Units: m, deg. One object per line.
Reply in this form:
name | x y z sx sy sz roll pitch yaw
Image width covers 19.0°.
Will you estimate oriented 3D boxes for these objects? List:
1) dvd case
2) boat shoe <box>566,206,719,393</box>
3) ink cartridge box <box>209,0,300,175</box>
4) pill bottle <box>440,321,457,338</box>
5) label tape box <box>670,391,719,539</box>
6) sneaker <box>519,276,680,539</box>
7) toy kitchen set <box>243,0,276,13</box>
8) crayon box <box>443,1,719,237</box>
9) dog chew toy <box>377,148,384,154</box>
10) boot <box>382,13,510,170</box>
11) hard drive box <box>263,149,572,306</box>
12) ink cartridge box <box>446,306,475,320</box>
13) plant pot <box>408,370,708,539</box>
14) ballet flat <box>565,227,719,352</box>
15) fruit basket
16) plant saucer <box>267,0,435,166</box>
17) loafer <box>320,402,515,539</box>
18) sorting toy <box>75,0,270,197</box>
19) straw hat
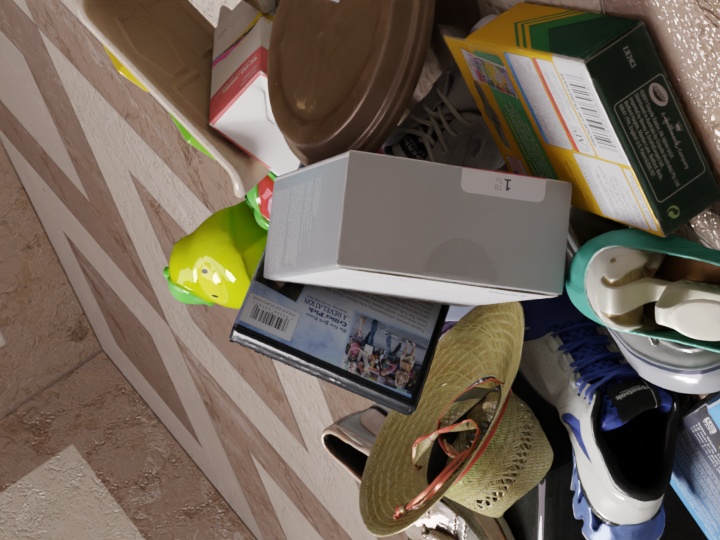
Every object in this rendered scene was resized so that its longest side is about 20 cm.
dvd case | 0.000 0.000 1.570 0.142 0.201 0.018 23 141 -3
boat shoe | 0.189 0.003 1.419 0.202 0.074 0.087 53 168 57
ink cartridge box | -0.055 -0.155 1.718 0.116 0.067 0.201 35 -154 -23
pill bottle | 0.088 0.090 1.866 0.112 0.111 0.200 61 166 -19
label tape box | 0.276 0.142 1.433 0.144 0.066 0.200 56 165 7
sneaker | 0.171 0.083 1.470 0.115 0.080 0.201 108 147 -61
toy kitchen set | -0.090 -0.257 1.584 0.180 0.163 0.201 39 158 51
crayon box | 0.139 -0.102 1.378 0.126 0.051 0.200 62 165 -21
dog chew toy | 0.026 -0.035 1.798 0.125 0.124 0.200 48 172 32
boot | 0.068 -0.102 1.528 0.074 0.095 0.200 52 166 17
hard drive box | 0.034 -0.024 1.453 0.200 0.154 0.078 173 104 -73
ink cartridge box | 0.056 0.008 1.661 0.119 0.198 0.042 -136 50 -70
plant pot | 0.160 0.155 1.632 0.200 0.198 0.179 41 147 47
ballet flat | 0.188 0.013 1.306 0.199 0.070 0.068 10 103 44
fruit basket | -0.081 -0.022 2.010 0.155 0.215 0.217 35 155 57
plant saucer | -0.013 -0.168 1.525 0.029 0.202 0.200 12 -169 -30
loafer | 0.041 0.173 1.604 0.200 0.062 0.072 45 137 44
sorting toy | -0.136 -0.155 1.710 0.200 0.036 0.185 50 -159 -4
straw hat | 0.086 0.122 1.490 0.085 0.202 0.201 33 172 -15
